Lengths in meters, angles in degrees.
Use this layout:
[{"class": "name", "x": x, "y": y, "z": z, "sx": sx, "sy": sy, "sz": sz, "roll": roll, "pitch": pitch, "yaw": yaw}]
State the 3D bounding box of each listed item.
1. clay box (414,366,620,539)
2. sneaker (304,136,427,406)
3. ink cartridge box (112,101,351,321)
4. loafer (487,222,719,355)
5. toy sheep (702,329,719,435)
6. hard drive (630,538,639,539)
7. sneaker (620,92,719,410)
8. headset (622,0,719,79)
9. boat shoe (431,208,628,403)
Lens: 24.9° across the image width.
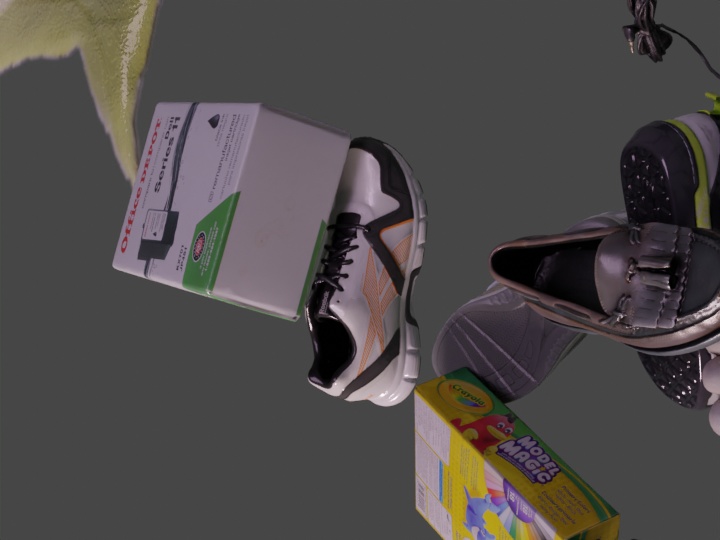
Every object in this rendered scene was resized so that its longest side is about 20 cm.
[{"class": "clay box", "x": 0.106, "y": 0.165, "z": 1.063, "sx": 0.200, "sy": 0.048, "sz": 0.115, "roll": 43, "pitch": 145, "yaw": 44}, {"class": "sneaker", "x": 0.000, "y": 0.000, "z": 1.195, "sx": 0.074, "sy": 0.080, "sz": 0.200, "roll": -7, "pitch": 84, "yaw": 47}, {"class": "ink cartridge box", "x": -0.104, "y": -0.051, "z": 1.247, "sx": 0.200, "sy": 0.083, "sz": 0.147, "roll": 10, "pitch": 84, "yaw": 61}, {"class": "loafer", "x": 0.143, "y": 0.007, "z": 0.928, "sx": 0.200, "sy": 0.063, "sz": 0.072, "roll": -2, "pitch": 71, "yaw": 63}, {"class": "toy sheep", "x": 0.254, "y": 0.041, "z": 0.901, "sx": 0.138, "sy": 0.138, "sz": 0.200, "roll": 11, "pitch": 84, "yaw": 45}, {"class": "hard drive", "x": 0.202, "y": 0.269, "z": 0.970, "sx": 0.140, "sy": 0.038, "sz": 0.200, "roll": 0, "pitch": 67, "yaw": 45}, {"class": "sneaker", "x": 0.213, "y": -0.007, "z": 0.982, "sx": 0.072, "sy": 0.083, "sz": 0.200, "roll": 36, "pitch": 141, "yaw": 53}, {"class": "headset", "x": 0.247, "y": -0.119, "z": 0.897, "sx": 0.200, "sy": 0.094, "sz": 0.124, "roll": 11, "pitch": 64, "yaw": 28}, {"class": "boat shoe", "x": 0.124, "y": 0.025, "z": 1.088, "sx": 0.074, "sy": 0.065, "sz": 0.202, "roll": 51, "pitch": 132, "yaw": 10}]
